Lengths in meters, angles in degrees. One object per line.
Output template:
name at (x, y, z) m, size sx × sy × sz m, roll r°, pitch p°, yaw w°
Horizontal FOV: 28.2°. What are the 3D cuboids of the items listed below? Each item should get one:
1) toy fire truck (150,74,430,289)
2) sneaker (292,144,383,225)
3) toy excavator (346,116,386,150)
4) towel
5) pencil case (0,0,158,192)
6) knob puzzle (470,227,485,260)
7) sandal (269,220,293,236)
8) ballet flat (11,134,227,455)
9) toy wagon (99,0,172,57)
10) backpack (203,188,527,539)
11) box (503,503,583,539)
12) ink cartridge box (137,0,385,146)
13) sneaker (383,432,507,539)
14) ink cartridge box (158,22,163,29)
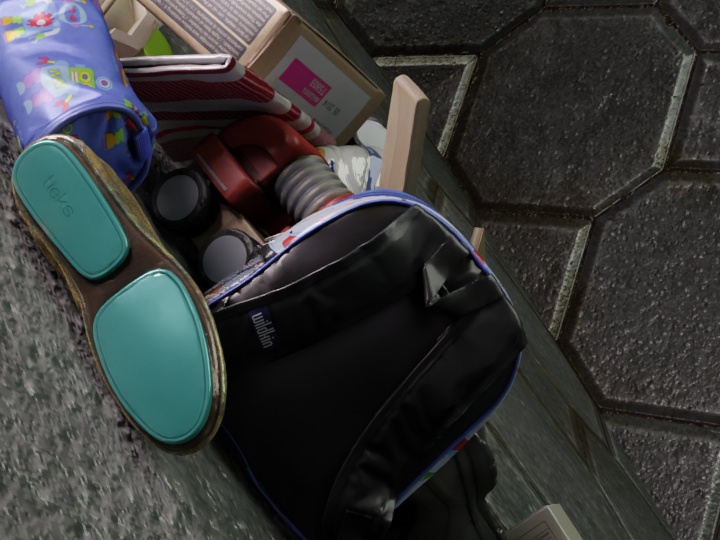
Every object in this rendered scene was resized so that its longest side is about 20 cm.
toy fire truck at (-0.031, -0.056, 1.013) m, size 0.176 × 0.200 × 0.129 m, roll 50°, pitch 6°, yaw 28°
sneaker at (0.000, 0.000, 1.131) m, size 0.075 × 0.088 × 0.201 m, roll 22°, pitch -61°, yaw 56°
toy excavator at (0.009, -0.014, 1.318) m, size 0.200 × 0.100 × 0.194 m, roll 45°, pitch 48°, yaw 4°
towel at (-0.118, -0.117, 1.069) m, size 0.200 × 0.143 × 0.023 m, roll 31°, pitch 61°, yaw -67°
pencil case at (-0.187, -0.130, 0.896) m, size 0.078 × 0.086 × 0.200 m, roll 83°, pitch -16°, yaw -51°
knob puzzle at (0.095, 0.083, 1.456) m, size 0.220 × 0.030 × 0.221 m, roll 9°, pitch 90°, yaw -77°
sandal at (-0.057, -0.011, 1.183) m, size 0.201 × 0.075 × 0.048 m, roll 55°, pitch 27°, yaw 4°
ballet flat at (-0.123, 0.012, 0.780) m, size 0.200 × 0.071 × 0.071 m, roll 56°, pitch 9°, yaw 19°
toy wagon at (-0.213, -0.225, 1.163) m, size 0.200 × 0.039 × 0.155 m, roll 52°, pitch 24°, yaw -20°
backpack at (0.001, 0.048, 0.882) m, size 0.200 × 0.190 × 0.154 m, roll 52°, pitch 9°, yaw -11°
box at (0.177, 0.300, 1.182) m, size 0.200 × 0.095 × 0.078 m, roll 59°, pitch 10°, yaw 15°
ink cartridge box at (-0.089, -0.189, 1.149) m, size 0.165 × 0.075 × 0.200 m, roll 43°, pitch 5°, yaw 24°
sneaker at (0.055, 0.185, 1.046) m, size 0.076 × 0.091 × 0.201 m, roll 42°, pitch -25°, yaw 49°
ink cartridge box at (-0.248, -0.288, 1.275) m, size 0.200 × 0.041 × 0.200 m, roll 53°, pitch 10°, yaw -14°
